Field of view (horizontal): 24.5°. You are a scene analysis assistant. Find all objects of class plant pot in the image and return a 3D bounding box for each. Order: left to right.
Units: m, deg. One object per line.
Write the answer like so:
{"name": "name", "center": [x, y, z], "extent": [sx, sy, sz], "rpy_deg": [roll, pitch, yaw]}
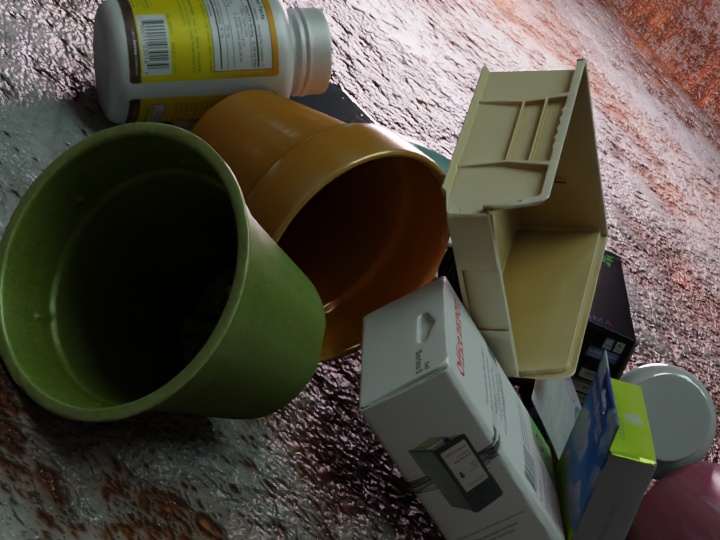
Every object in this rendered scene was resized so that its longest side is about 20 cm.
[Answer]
{"name": "plant pot", "center": [-0.118, 0.026, 1.144], "extent": [0.201, 0.200, 0.190], "rpy_deg": [58, 12, 30]}
{"name": "plant pot", "center": [-0.054, -0.055, 1.389], "extent": [0.200, 0.201, 0.183], "rpy_deg": [18, 18, -49]}
{"name": "plant pot", "center": [0.343, 0.277, 1.510], "extent": [0.199, 0.201, 0.179], "rpy_deg": [27, 12, -39]}

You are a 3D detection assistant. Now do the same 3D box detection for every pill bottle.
{"name": "pill bottle", "center": [-0.130, -0.189, 1.459], "extent": [0.199, 0.110, 0.110], "rpy_deg": [-5, 43, -18]}
{"name": "pill bottle", "center": [0.288, 0.149, 1.627], "extent": [0.111, 0.111, 0.200], "rpy_deg": [48, -3, 7]}

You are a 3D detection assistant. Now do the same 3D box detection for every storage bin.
{"name": "storage bin", "center": [0.144, -0.042, 1.422], "extent": [0.199, 0.093, 0.201], "rpy_deg": [-70, 155, -43]}

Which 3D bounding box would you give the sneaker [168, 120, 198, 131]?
{"name": "sneaker", "center": [-0.131, -0.150, 1.547], "extent": [0.200, 0.080, 0.074], "rpy_deg": [47, 23, 8]}

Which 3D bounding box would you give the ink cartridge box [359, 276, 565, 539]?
{"name": "ink cartridge box", "center": [0.081, 0.129, 1.343], "extent": [0.200, 0.084, 0.146], "rpy_deg": [57, 16, -24]}

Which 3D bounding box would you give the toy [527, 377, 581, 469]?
{"name": "toy", "center": [0.183, 0.170, 1.505], "extent": [0.201, 0.047, 0.115], "rpy_deg": [62, 24, -22]}

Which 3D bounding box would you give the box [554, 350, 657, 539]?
{"name": "box", "center": [0.191, 0.183, 1.366], "extent": [0.047, 0.201, 0.122], "rpy_deg": [15, 27, -6]}

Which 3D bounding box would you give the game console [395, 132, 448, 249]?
{"name": "game console", "center": [0.019, -0.106, 1.756], "extent": [0.176, 0.031, 0.200], "rpy_deg": [24, 25, -23]}

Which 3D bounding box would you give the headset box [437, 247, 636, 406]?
{"name": "headset box", "center": [0.169, 0.030, 1.631], "extent": [0.173, 0.093, 0.200], "rpy_deg": [21, 25, -6]}

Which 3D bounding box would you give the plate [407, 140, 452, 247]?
{"name": "plate", "center": [0.057, -0.085, 1.616], "extent": [0.199, 0.026, 0.200], "rpy_deg": [19, 25, -10]}

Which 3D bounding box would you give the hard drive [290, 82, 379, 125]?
{"name": "hard drive", "center": [-0.019, -0.127, 1.693], "extent": [0.139, 0.033, 0.200], "rpy_deg": [-3, 42, -46]}

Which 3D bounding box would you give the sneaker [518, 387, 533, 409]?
{"name": "sneaker", "center": [0.191, 0.133, 1.647], "extent": [0.079, 0.074, 0.200], "rpy_deg": [27, 20, -5]}

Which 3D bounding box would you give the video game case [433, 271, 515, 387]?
{"name": "video game case", "center": [0.080, 0.026, 1.692], "extent": [0.200, 0.018, 0.143], "rpy_deg": [37, 23, -18]}
